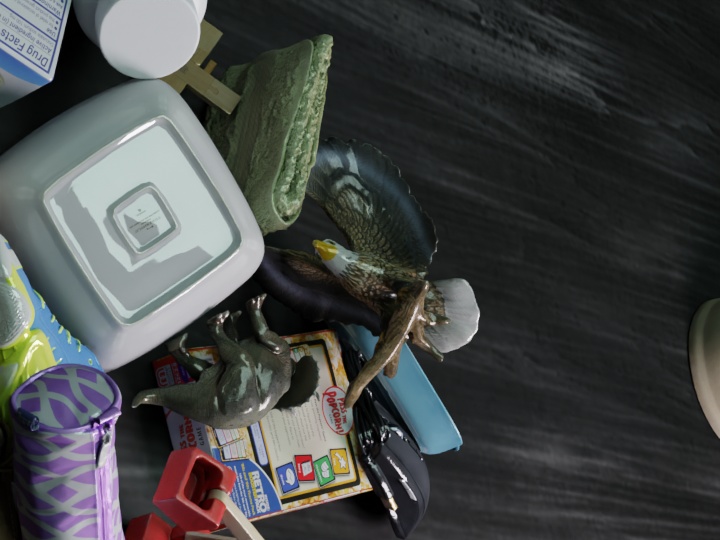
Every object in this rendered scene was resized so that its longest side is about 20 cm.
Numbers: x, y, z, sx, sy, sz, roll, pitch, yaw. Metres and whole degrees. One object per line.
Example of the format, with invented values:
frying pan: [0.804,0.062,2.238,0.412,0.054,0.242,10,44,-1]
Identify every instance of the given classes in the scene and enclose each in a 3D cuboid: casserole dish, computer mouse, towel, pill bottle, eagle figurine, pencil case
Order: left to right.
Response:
pencil case: [-0.204,0.162,1.334,0.084,0.085,0.201,-44,145,-45]
pill bottle: [-0.186,-0.244,1.521,0.111,0.111,0.201,38,20,-34]
towel: [-0.093,-0.110,1.610,0.036,0.148,0.201,33,54,-35]
eagle figurine: [-0.003,-0.005,1.586,0.151,0.200,0.152,-26,131,-13]
casserole dish: [0.025,0.094,1.704,0.039,0.121,0.201,-34,105,-12]
computer mouse: [0.033,0.174,1.635,0.141,0.046,0.201,-101,174,-58]

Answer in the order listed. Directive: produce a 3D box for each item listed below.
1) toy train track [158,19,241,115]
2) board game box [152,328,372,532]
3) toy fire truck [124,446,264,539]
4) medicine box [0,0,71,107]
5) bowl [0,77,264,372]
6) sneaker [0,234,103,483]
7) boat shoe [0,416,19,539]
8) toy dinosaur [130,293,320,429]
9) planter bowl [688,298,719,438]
toy train track: [-0.180,-0.141,1.602,0.114,0.033,0.201,35,55,-6]
board game box: [-0.079,0.136,1.598,0.199,0.046,0.153,-5,78,-51]
toy fire truck: [-0.113,0.224,1.442,0.200,0.140,0.049,44,45,-29]
medicine box: [-0.319,-0.254,1.430,0.182,0.103,0.201,34,51,-37]
bowl: [-0.182,-0.038,1.459,0.199,0.075,0.201,-35,102,-19]
sneaker: [-0.254,0.059,1.406,0.105,0.075,0.202,-25,107,-62]
boat shoe: [-0.287,0.129,1.331,0.074,0.066,0.201,-23,95,-53]
toy dinosaur: [-0.098,0.086,1.501,0.200,0.077,0.103,-24,85,-54]
planter bowl: [0.513,0.116,2.257,0.200,0.134,0.202,24,57,-44]
